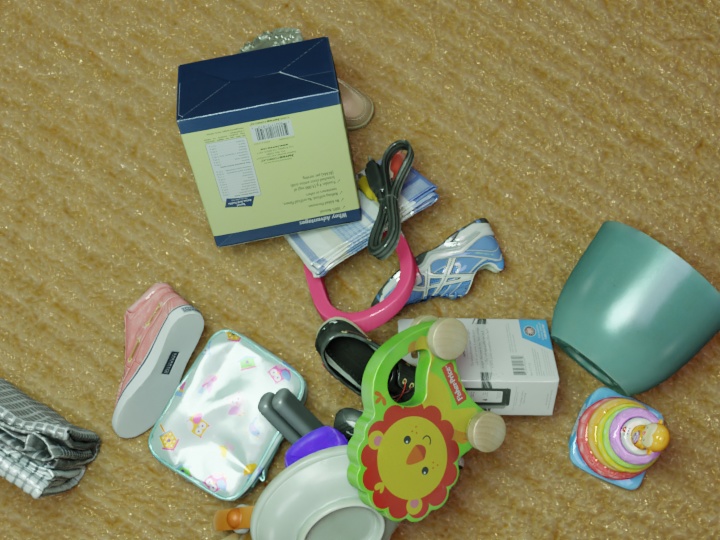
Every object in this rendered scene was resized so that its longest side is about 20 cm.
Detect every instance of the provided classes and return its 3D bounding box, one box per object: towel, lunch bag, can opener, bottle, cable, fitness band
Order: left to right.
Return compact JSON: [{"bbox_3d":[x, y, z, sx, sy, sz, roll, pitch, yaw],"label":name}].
[{"bbox_3d":[-0.419,0.198,1.196,0.165,0.200,0.086,31,80,3],"label":"towel"},{"bbox_3d":[-0.168,0.193,1.265,0.160,0.077,0.201,31,81,2],"label":"lunch bag"},{"bbox_3d":[-0.052,0.215,1.242,0.200,0.052,0.067,46,42,-28],"label":"can opener"},{"bbox_3d":[-0.020,0.280,1.204,0.083,0.200,0.065,-33,38,-4],"label":"bottle"},{"bbox_3d":[-0.006,-0.077,1.300,0.199,0.147,0.024,-34,126,-8],"label":"towel"},{"bbox_3d":[0.000,0.000,1.266,0.143,0.038,0.201,-26,42,6],"label":"fitness band"},{"bbox_3d":[0.043,-0.092,1.233,0.097,0.050,0.201,-34,40,20],"label":"cable"}]

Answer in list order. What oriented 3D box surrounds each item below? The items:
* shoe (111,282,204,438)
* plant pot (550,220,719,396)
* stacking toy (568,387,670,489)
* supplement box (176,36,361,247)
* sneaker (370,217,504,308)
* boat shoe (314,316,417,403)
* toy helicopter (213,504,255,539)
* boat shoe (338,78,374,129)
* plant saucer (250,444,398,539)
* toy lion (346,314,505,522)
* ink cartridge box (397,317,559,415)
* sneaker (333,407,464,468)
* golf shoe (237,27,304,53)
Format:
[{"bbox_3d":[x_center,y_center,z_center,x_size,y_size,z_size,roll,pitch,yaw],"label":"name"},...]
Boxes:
[{"bbox_3d":[-0.283,0.117,1.284,0.091,0.071,0.201,39,104,41],"label":"shoe"},{"bbox_3d":[0.342,0.062,1.244,0.200,0.201,0.161,39,88,5],"label":"plant pot"},{"bbox_3d":[0.340,0.209,1.210,0.109,0.200,0.117,24,81,3],"label":"stacking toy"},{"bbox_3d":[-0.114,-0.162,1.241,0.199,0.201,0.135,-10,42,0],"label":"supplement box"},{"bbox_3d":[0.104,0.010,1.302,0.199,0.076,0.077,-33,85,-2],"label":"sneaker"},{"bbox_3d":[0.031,0.134,1.166,0.201,0.063,0.074,37,101,-13],"label":"boat shoe"},{"bbox_3d":[-0.148,0.338,1.224,0.199,0.132,0.079,-27,52,11],"label":"toy helicopter"},{"bbox_3d":[-0.076,-0.254,1.348,0.199,0.065,0.072,21,80,3],"label":"boat shoe"},{"bbox_3d":[-0.028,0.296,1.138,0.199,0.201,0.050,-24,38,-5],"label":"plant saucer"},{"bbox_3d":[0.061,0.177,1.112,0.191,0.069,0.201,-29,105,-23],"label":"toy lion"},{"bbox_3d":[0.147,0.124,1.261,0.199,0.068,0.116,1,39,-1],"label":"ink cartridge box"},{"bbox_3d":[0.050,0.201,1.250,0.199,0.074,0.081,21,67,-32],"label":"sneaker"},{"bbox_3d":[-0.139,-0.252,1.310,0.199,0.097,0.079,-24,36,31],"label":"golf shoe"}]
